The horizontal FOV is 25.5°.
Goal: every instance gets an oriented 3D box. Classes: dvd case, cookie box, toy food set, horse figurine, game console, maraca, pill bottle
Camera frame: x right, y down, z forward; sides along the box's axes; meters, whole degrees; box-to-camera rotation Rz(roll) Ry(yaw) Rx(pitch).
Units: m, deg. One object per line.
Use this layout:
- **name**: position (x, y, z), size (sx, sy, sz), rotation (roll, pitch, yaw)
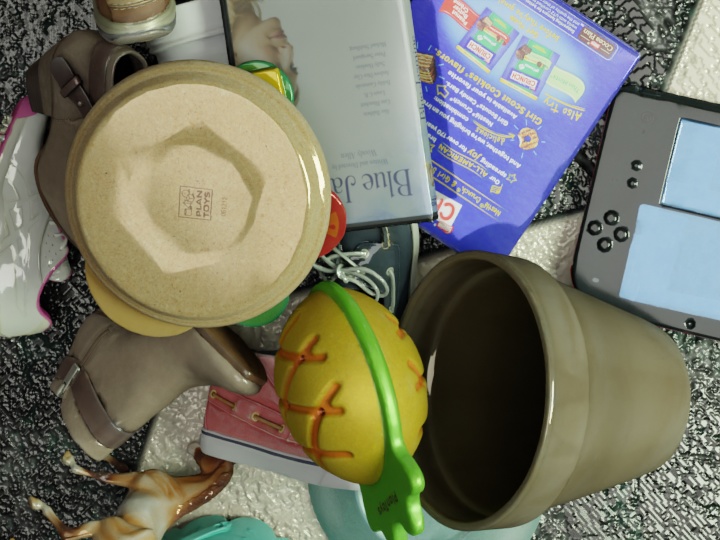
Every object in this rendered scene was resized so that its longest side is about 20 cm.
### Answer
- **dvd case**: position (-0.025, -0.127, 1.148), size (0.142, 0.018, 0.201), rotation (-6, 95, 19)
- **cookie box**: position (0.089, -0.128, 1.217), size (0.171, 0.075, 0.201), rotation (34, 102, 3)
- **toy food set**: position (-0.113, -0.051, 1.135), size (0.197, 0.049, 0.201), rotation (-9, 103, 7)
- **horse figurine**: position (-0.195, 0.196, 1.268), size (0.132, 0.200, 0.050), rotation (18, 123, 12)
- **game console**: position (0.273, -0.037, 1.226), size (0.199, 0.031, 0.178), rotation (13, 101, 6)
- **maraca**: position (0.000, 0.103, 1.150), size (0.106, 0.137, 0.201), rotation (-15, 71, -18)
- **pill bottle**: position (-0.106, -0.108, 1.233), size (0.110, 0.111, 0.201), rotation (-13, 96, 11)

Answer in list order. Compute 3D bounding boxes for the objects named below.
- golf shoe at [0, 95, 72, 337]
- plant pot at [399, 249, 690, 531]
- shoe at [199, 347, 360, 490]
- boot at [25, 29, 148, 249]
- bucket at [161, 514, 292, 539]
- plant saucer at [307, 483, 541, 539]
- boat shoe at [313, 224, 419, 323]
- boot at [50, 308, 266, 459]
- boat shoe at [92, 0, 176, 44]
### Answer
- **golf shoe**: position (-0.274, -0.040, 1.300), size (0.091, 0.075, 0.201), rotation (14, 101, -14)
- **plant pot**: position (0.144, 0.092, 1.180), size (0.173, 0.200, 0.201), rotation (6, 102, -31)
- **shoe**: position (-0.041, 0.113, 1.256), size (0.199, 0.071, 0.092), rotation (8, 97, 32)
- **boot**: position (-0.192, -0.088, 1.222), size (0.146, 0.070, 0.201), rotation (9, 125, 49)
- **bucket**: position (-0.122, 0.315, 1.289), size (0.206, 0.135, 0.209), rotation (1, 99, 9)
- **plant saucer**: position (0.051, 0.171, 1.289), size (0.200, 0.039, 0.202), rotation (2, 100, 9)
- **boat shoe**: position (0.000, 0.000, 1.217), size (0.075, 0.062, 0.201), rotation (19, 134, 26)
- **boot**: position (-0.165, 0.088, 1.244), size (0.146, 0.200, 0.070), rotation (-49, 127, 2)
- **boat shoe**: position (-0.185, -0.247, 1.193), size (0.075, 0.200, 0.072), rotation (-19, 133, -13)
